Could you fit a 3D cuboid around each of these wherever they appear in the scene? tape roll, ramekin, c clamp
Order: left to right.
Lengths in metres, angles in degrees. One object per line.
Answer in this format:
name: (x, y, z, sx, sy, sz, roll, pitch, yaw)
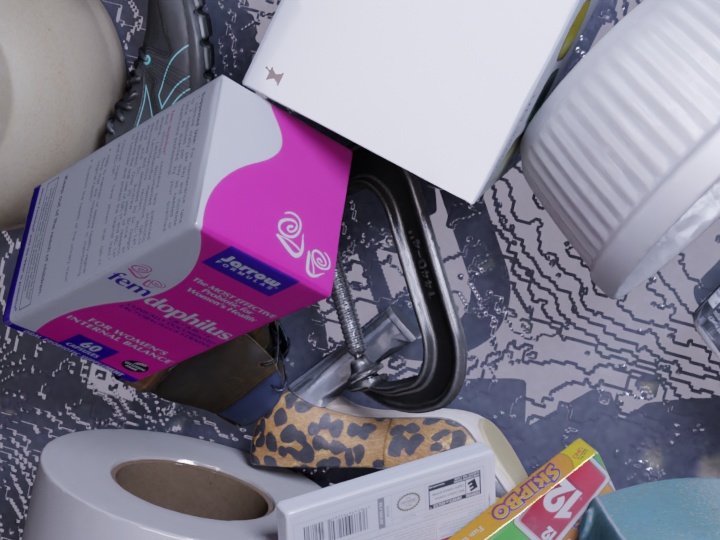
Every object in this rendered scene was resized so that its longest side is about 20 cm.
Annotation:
tape roll: (-0.121, 0.201, 1.182, 0.202, 0.203, 0.140, 16, 100, 8)
c clamp: (0.000, 0.000, 1.163, 0.171, 0.027, 0.201, -29, 77, 50)
ramekin: (0.186, -0.089, 1.090, 0.200, 0.200, 0.105, -45, 79, 13)

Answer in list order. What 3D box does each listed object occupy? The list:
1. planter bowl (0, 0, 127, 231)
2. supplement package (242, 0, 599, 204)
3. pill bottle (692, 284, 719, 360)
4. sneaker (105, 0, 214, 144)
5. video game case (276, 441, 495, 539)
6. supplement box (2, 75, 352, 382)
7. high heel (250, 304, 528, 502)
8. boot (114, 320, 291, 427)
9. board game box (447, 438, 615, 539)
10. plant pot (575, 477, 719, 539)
planter bowl: (-0.265, -0.117, 1.197, 0.199, 0.135, 0.201, 1, 99, 10)
supplement package: (0.048, -0.148, 1.100, 0.150, 0.200, 0.152, 28, 103, 6)
pill bottle: (0.306, -0.005, 1.121, 0.106, 0.106, 0.200, 44, 103, 2)
sneaker: (-0.130, -0.104, 1.198, 0.079, 0.075, 0.201, -4, 98, 1)
video game case: (0.020, 0.214, 1.141, 0.143, 0.018, 0.201, -14, 115, -25)
supplement box: (-0.109, -0.019, 1.088, 0.101, 0.104, 0.200, 28, 145, -32)
high heel: (0.025, 0.141, 1.211, 0.142, 0.071, 0.200, -39, 78, 12)
boot: (-0.067, 0.030, 1.188, 0.097, 0.075, 0.200, 31, 134, -22)
board game box: (0.081, 0.199, 1.143, 0.200, 0.030, 0.096, -34, 122, -10)
plant pot: (0.218, 0.227, 1.099, 0.199, 0.196, 0.197, 18, 98, -6)
